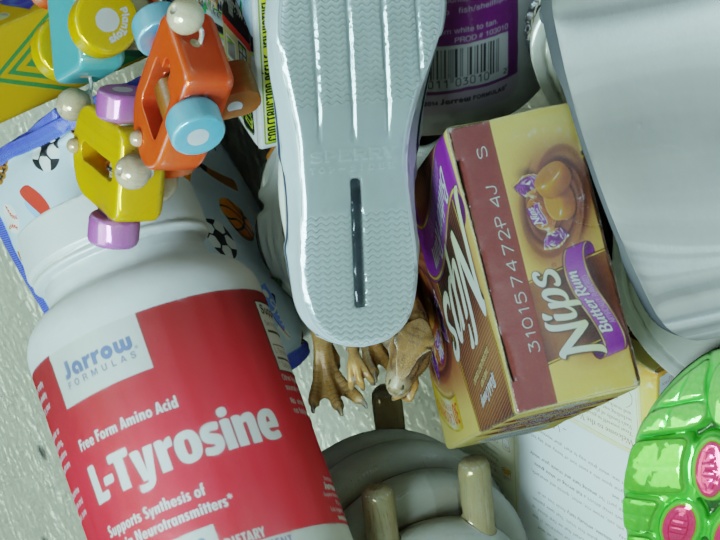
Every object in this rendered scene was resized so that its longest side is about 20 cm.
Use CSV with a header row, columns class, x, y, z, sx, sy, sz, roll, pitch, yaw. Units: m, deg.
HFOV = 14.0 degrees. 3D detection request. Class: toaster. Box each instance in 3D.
class,x,y,z,sx,sy,sz,roll,pitch,yaw
toaster,0.157,-0.071,1.111,0.129,0.113,0.201,-6,107,53

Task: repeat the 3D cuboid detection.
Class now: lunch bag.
class,x,y,z,sx,sy,sz,roll,pitch,yaw
lunch bag,-0.106,-0.008,1.474,0.171,0.123,0.200,61,174,-4

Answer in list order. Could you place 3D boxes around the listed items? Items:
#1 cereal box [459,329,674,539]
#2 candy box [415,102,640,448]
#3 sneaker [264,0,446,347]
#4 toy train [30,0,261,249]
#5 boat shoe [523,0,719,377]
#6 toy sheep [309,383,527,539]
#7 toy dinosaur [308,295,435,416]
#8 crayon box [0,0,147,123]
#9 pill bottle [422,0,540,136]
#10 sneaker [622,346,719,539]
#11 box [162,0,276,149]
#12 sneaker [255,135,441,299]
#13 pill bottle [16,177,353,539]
class,x,y,z,sx,sy,sz,roll,pitch,yaw
cereal box,0.101,0.089,1.382,0.144,0.039,0.201,34,139,40
candy box,0.061,0.007,1.226,0.200,0.056,0.117,126,131,-82
sneaker,-0.009,-0.072,1.182,0.071,0.073,0.201,-133,46,-72
toy train,-0.089,-0.097,1.254,0.200,0.055,0.151,-114,32,-41
boat shoe,0.123,-0.041,1.229,0.200,0.074,0.060,59,-167,-23
toy sheep,0.013,0.134,1.393,0.200,0.137,0.138,-137,31,-60
toy dinosaur,0.000,0.000,1.309,0.200,0.060,0.107,-125,33,-48
crayon box,-0.195,-0.119,1.497,0.125,0.200,0.052,18,129,48
pill bottle,0.025,-0.167,1.225,0.112,0.112,0.201,33,138,39
sneaker,0.157,0.111,1.273,0.076,0.084,0.201,17,125,19
box,-0.065,-0.152,1.271,0.200,0.035,0.110,-124,25,-49
sneaker,0.003,-0.049,1.390,0.092,0.076,0.201,26,136,35
pill bottle,-0.082,0.065,1.311,0.112,0.112,0.201,-42,65,58
